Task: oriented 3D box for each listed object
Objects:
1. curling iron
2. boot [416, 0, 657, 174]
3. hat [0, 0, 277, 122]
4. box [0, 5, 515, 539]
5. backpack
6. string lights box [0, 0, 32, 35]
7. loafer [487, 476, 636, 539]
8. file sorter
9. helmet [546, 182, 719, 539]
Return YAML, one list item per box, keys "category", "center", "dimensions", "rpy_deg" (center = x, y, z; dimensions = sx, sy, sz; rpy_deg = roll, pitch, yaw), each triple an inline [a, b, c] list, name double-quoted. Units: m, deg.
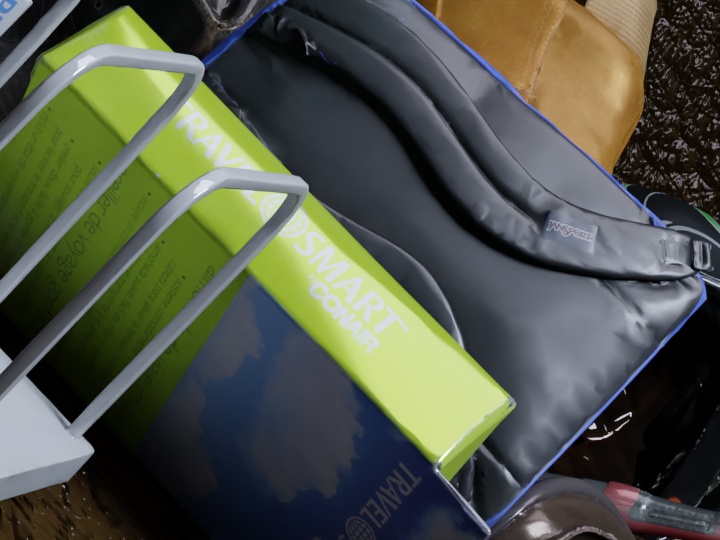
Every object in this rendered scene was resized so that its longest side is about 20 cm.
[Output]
- category: "curling iron"
  center: [0.104, 0.110, 1.107]
  dimensions: [0.200, 0.050, 0.026]
  rpy_deg: [12, 54, -7]
- category: "boot"
  center: [0.036, -0.110, 1.152]
  dimensions: [0.201, 0.071, 0.144]
  rpy_deg: [24, 50, 1]
- category: "hat"
  center: [-0.070, -0.111, 1.089]
  dimensions: [0.200, 0.081, 0.201]
  rpy_deg: [16, 43, -16]
- category: "box"
  center: [-0.039, 0.026, 0.805]
  dimensions: [0.200, 0.122, 0.048]
  rpy_deg: [46, 51, 9]
- category: "backpack"
  center: [0.000, 0.000, 0.992]
  dimensions: [0.200, 0.163, 0.168]
  rpy_deg: [45, -20, -1]
- category: "string lights box"
  center: [-0.225, -0.155, 0.956]
  dimensions: [0.200, 0.059, 0.103]
  rpy_deg: [36, 11, -47]
- category: "loafer"
  center: [0.106, 0.146, 1.052]
  dimensions: [0.200, 0.073, 0.071]
  rpy_deg: [34, 13, -51]
- category: "file sorter"
  center: [-0.128, -0.048, 0.700]
  dimensions: [0.200, 0.125, 0.139]
  rpy_deg: [47, 9, 7]
- category: "helmet"
  center: [0.122, 0.051, 1.219]
  dimensions: [0.200, 0.200, 0.191]
  rpy_deg: [44, 5, -9]
